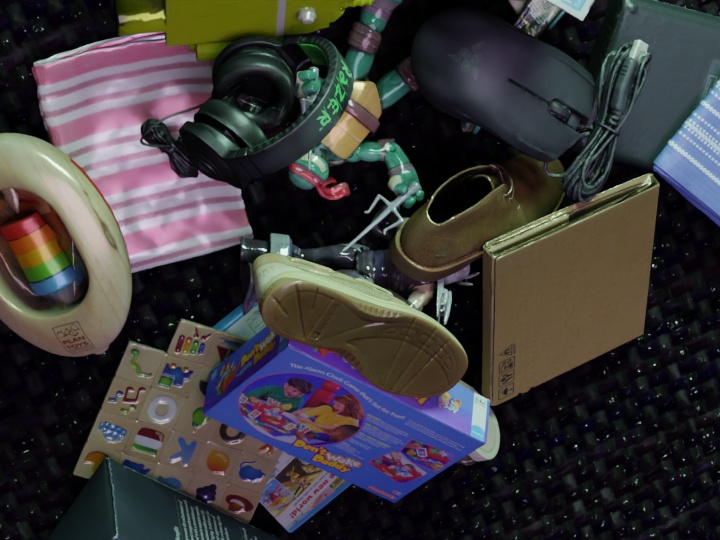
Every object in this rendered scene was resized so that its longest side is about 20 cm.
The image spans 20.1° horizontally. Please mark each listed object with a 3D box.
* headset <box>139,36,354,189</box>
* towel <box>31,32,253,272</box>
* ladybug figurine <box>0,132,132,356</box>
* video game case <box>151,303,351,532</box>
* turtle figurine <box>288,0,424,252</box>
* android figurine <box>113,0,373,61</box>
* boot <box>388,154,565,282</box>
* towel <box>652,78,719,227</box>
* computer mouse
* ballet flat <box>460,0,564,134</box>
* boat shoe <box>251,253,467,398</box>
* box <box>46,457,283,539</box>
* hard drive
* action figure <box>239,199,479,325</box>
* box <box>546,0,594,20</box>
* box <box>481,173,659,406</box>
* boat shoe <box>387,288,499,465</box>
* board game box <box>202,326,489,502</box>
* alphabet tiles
[{"bbox_3d":[-0.086,-0.111,1.549,0.094,0.199,0.124,51,48,-36],"label":"headset"},{"bbox_3d":[-0.173,-0.093,1.641,0.146,0.030,0.201,-15,115,-9],"label":"towel"},{"bbox_3d":[-0.248,-0.023,1.611,0.135,0.072,0.201,-15,113,20],"label":"ladybug figurine"},{"bbox_3d":[-0.067,0.119,1.766,0.143,0.018,0.200,-39,117,2],"label":"video game case"},{"bbox_3d":[-0.005,-0.127,1.637,0.150,0.101,0.201,34,86,-34],"label":"turtle figurine"},{"bbox_3d":[-0.086,-0.211,1.519,0.199,0.182,0.041,-4,69,-8],"label":"android figurine"},{"bbox_3d":[0.112,-0.059,1.669,0.200,0.074,0.076,-30,159,-40],"label":"boot"},{"bbox_3d":[0.359,-0.127,1.752,0.145,0.024,0.200,35,97,-23],"label":"towel"},{"bbox_3d":[0.136,-0.146,1.613,0.199,0.053,0.139,22,94,-19],"label":"computer mouse"},{"bbox_3d":[0.128,-0.207,1.669,0.074,0.074,0.200,35,97,-25],"label":"ballet flat"},{"bbox_3d":[0.002,0.038,1.604,0.200,0.065,0.071,28,110,-32],"label":"boat shoe"},{"bbox_3d":[-0.183,0.299,1.739,0.196,0.124,0.200,29,109,-23],"label":"box"},{"bbox_3d":[0.287,-0.150,1.748,0.199,0.033,0.140,11,108,-21],"label":"hard drive"},{"bbox_3d":[0.000,0.000,1.680,0.199,0.131,0.070,0,138,-6],"label":"action figure"},{"bbox_3d":[0.126,-0.284,1.552,0.101,0.200,0.113,26,103,-24],"label":"box"},{"bbox_3d":[0.177,0.019,1.734,0.163,0.021,0.201,-24,142,-17],"label":"box"},{"bbox_3d":[0.045,0.095,1.762,0.059,0.072,0.200,-18,125,35],"label":"boat shoe"},{"bbox_3d":[-0.011,0.114,1.694,0.199,0.045,0.134,28,138,-24],"label":"board game box"},{"bbox_3d":[-0.146,0.141,1.740,0.166,0.006,0.201,18,110,-20],"label":"alphabet tiles"}]
